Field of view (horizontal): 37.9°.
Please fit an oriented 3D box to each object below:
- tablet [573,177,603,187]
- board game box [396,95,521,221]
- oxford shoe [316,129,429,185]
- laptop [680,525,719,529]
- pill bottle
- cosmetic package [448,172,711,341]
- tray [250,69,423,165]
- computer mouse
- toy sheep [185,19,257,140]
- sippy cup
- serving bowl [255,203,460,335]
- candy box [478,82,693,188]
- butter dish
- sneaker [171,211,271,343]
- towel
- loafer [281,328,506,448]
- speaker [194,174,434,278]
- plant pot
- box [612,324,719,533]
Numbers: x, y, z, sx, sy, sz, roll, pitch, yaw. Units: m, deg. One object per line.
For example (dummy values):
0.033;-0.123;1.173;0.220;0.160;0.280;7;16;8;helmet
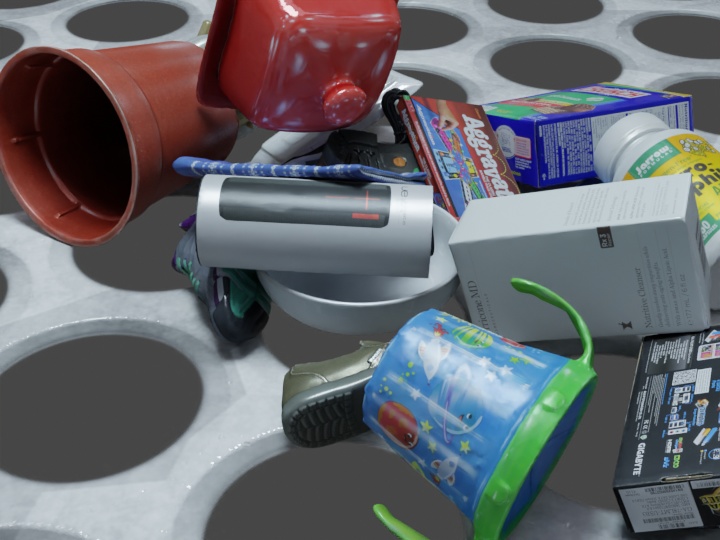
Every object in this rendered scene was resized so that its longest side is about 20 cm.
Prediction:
0.237;-0.027;1.040;0.130;0.014;0.200;32;42;22;tablet
0.111;-0.097;1.071;0.102;0.019;0.201;3;52;-29;board game box
0.044;-0.086;1.095;0.199;0.085;0.073;14;45;-18;oxford shoe
0.343;0.162;0.775;0.199;0.104;0.177;-11;24;33;laptop
0.312;-0.065;1.006;0.112;0.113;0.200;-12;43;-19;pill bottle
0.187;-0.007;0.892;0.199;0.113;0.081;-8;28;26;cosmetic package
-0.033;-0.171;1.185;0.200;0.022;0.107;-37;32;-9;tray
-0.023;-0.112;1.123;0.199;0.110;0.044;-25;25;-21;computer mouse
-0.172;-0.221;1.249;0.137;0.139;0.200;-15;24;-22;toy sheep
0.076;0.097;0.734;0.130;0.140;0.178;31;52;19;sippy cup
0.000;0.000;0.969;0.199;0.066;0.201;0;33;0;serving bowl
0.238;-0.154;1.161;0.199;0.078;0.169;-11;17;-20;candy box
-0.039;-0.202;1.021;0.198;0.201;0.148;-5;50;-29;butter dish
-0.136;0.006;0.981;0.087;0.075;0.201;-26;35;16;sneaker
-0.055;-0.092;0.965;0.199;0.024;0.145;4;2;28;towel
0.026;0.079;0.839;0.199;0.076;0.070;-11;39;-17;loafer
-0.035;-0.037;0.892;0.198;0.082;0.081;4;33;3;speaker
-0.242;-0.150;1.101;0.200;0.202;0.195;19;29;27;plant pot
0.296;0.100;0.761;0.197;0.050;0.200;-12;24;27;box
